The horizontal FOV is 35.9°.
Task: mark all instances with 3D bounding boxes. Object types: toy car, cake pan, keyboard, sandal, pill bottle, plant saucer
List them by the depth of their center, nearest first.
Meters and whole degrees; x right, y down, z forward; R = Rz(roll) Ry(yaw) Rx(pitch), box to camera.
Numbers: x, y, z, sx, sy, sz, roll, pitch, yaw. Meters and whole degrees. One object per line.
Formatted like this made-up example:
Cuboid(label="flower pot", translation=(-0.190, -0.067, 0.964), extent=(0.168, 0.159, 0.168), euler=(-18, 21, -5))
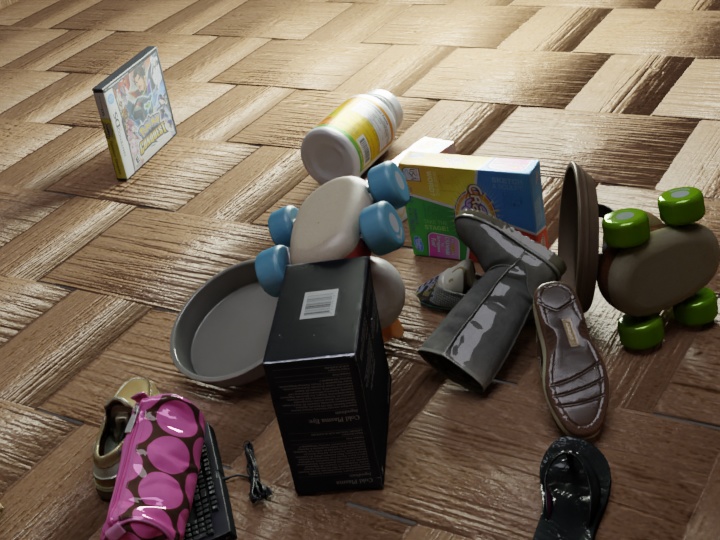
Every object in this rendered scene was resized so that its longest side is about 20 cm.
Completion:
Cuboid(label="sandal", translation=(0.212, 0.229, 1.120), extent=(0.075, 0.048, 0.201), euler=(-1, 33, 16))
Cuboid(label="keyboard", translation=(-0.168, 0.237, 1.264), extent=(0.126, 0.021, 0.200), euler=(-16, 32, -7))
Cuboid(label="plant saucer", translation=(0.272, -0.035, 1.393), extent=(0.029, 0.202, 0.201), euler=(0, 31, 3))
Cuboid(label="toy car", translation=(0.336, -0.023, 1.401), extent=(0.157, 0.166, 0.200), euler=(-20, 22, -15))
Cuboid(label="toy car", translation=(0.000, 0.000, 1.413), extent=(0.183, 0.201, 0.178), euler=(-21, 31, 21))
Cuboid(label="cake pan", translation=(-0.155, 0.071, 1.455), extent=(0.199, 0.037, 0.201), euler=(-17, 43, 17))
Cuboid(label="pill bottle", translation=(-0.007, -0.231, 1.896), extent=(0.110, 0.112, 0.200), euler=(8, 35, 30))

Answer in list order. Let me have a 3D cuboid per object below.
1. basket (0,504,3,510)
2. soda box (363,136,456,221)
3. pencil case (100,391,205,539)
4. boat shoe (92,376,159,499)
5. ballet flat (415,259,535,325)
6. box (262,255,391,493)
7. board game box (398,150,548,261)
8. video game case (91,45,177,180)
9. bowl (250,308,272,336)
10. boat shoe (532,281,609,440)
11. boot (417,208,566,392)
Cuboid(label="basket", translation=(-0.530, 0.251, 1.236), extent=(0.198, 0.150, 0.143), euler=(1, 32, 18))
Cuboid(label="soda box", translation=(0.073, -0.137, 1.755), extent=(0.063, 0.069, 0.200), euler=(17, 41, 38))
Cuboid(label="pencil case", translation=(-0.227, 0.227, 1.205), extent=(0.090, 0.094, 0.201), euler=(-26, 34, 18))
Cuboid(label="boat shoe", translation=(-0.282, 0.181, 1.339), extent=(0.071, 0.077, 0.201), euler=(-10, 30, 2))
Cuboid(label="ballet flat", translation=(0.160, 0.020, 1.467), extent=(0.199, 0.073, 0.072), euler=(11, 37, 33))
Cuboid(label="box", translation=(-0.031, 0.116, 1.259), extent=(0.103, 0.183, 0.201), euler=(-7, 30, 9))
Cuboid(label="board game box", translation=(0.159, -0.086, 1.559), extent=(0.198, 0.154, 0.040), euler=(7, 36, 29))
Cuboid(label="video game case", translation=(-0.415, -0.294, 2.068), extent=(0.025, 0.182, 0.200), euler=(4, 34, 22))
Cuboid(label="bowl", translation=(-0.057, 0.051, 1.517), extent=(0.199, 0.040, 0.201), euler=(-9, 31, 5))
Cuboid(label="boat shoe", translation=(0.241, 0.113, 1.285), extent=(0.074, 0.075, 0.204), euler=(-2, 53, 1))
Cuboid(label="boot", translation=(0.138, 0.034, 1.383), extent=(0.181, 0.073, 0.200), euler=(30, 76, 36))
